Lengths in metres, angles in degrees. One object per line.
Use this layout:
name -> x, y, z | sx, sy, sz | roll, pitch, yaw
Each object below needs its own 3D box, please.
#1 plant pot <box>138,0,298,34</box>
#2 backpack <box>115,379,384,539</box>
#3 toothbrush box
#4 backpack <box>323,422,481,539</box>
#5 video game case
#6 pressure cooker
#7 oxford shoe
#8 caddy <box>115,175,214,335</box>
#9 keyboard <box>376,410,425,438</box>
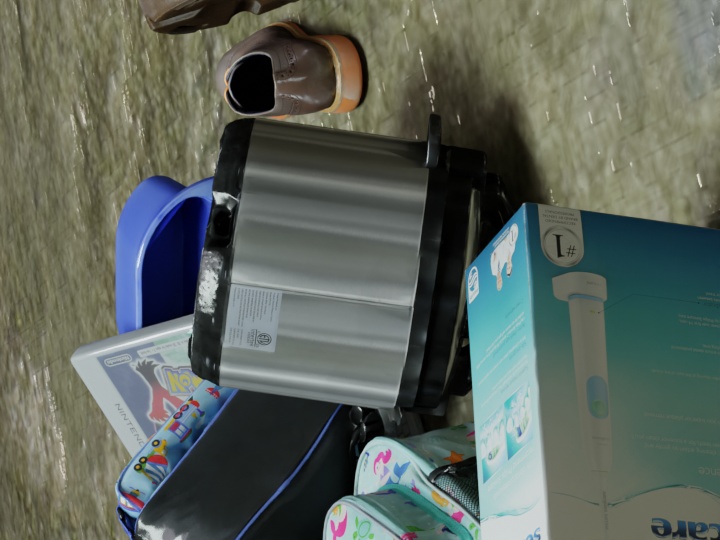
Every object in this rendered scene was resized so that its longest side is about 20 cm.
plant pot -> -0.104, -0.279, 1.587 | 0.200, 0.200, 0.198 | -24, 84, 64
backpack -> -0.058, 0.180, 1.565 | 0.134, 0.183, 0.200 | 21, 149, 31
toothbrush box -> 0.139, 0.079, 1.166 | 0.085, 0.146, 0.200 | 127, 145, -56
backpack -> 0.058, 0.193, 1.436 | 0.200, 0.150, 0.178 | -133, 40, -57
video game case -> -0.092, 0.113, 1.664 | 0.200, 0.023, 0.182 | -16, 113, 36
pressure cooker -> 0.000, 0.002, 1.443 | 0.176, 0.200, 0.179 | 98, 179, -67
oxford shoe -> -0.072, -0.144, 1.676 | 0.200, 0.073, 0.071 | 4, 102, 64
caddy -> -0.107, 0.017, 1.721 | 0.105, 0.141, 0.200 | -139, 46, -58
keyboard -> 0.023, 0.095, 1.623 | 0.056, 0.011, 0.200 | -51, 53, 57
